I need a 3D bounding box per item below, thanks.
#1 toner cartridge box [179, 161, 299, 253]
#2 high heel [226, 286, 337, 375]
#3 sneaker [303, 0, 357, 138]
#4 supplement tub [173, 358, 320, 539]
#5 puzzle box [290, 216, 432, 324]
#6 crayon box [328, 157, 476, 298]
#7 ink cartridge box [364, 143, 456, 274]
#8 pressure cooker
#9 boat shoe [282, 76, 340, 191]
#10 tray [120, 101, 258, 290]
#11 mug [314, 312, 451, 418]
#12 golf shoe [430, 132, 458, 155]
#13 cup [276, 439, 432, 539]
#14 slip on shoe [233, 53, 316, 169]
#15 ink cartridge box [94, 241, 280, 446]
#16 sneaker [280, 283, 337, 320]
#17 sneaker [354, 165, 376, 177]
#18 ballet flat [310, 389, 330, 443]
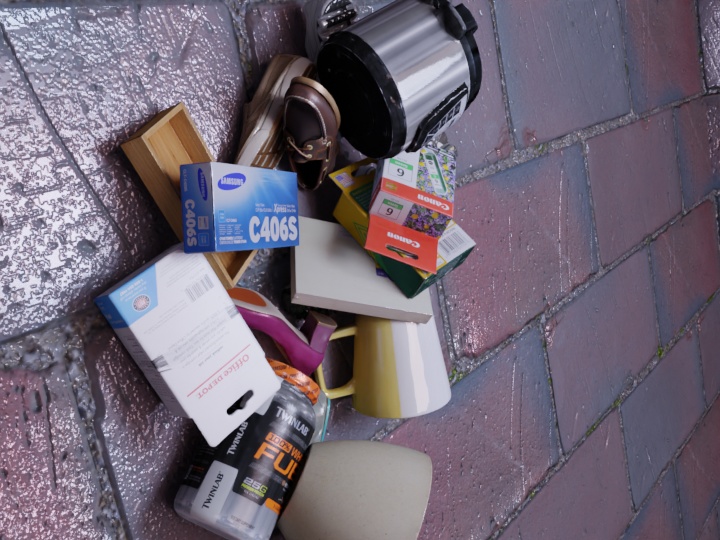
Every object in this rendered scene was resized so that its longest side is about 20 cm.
[{"bbox_3d":[-0.135,-0.072,0.830,0.199,0.042,0.097,-12,99,-68],"label":"toner cartridge box"},{"bbox_3d":[-0.126,0.087,0.917,0.198,0.067,0.097,21,105,-30],"label":"high heel"},{"bbox_3d":[-0.039,-0.290,1.005,0.074,0.081,0.203,-26,128,-30],"label":"sneaker"},{"bbox_3d":[-0.130,0.217,0.853,0.122,0.121,0.202,44,58,-37],"label":"supplement tub"},{"bbox_3d":[0.000,0.000,0.968,0.197,0.026,0.135,11,48,-19],"label":"puzzle box"},{"bbox_3d":[0.051,-0.070,0.998,0.125,0.052,0.200,-30,71,-40],"label":"crayon box"},{"bbox_3d":[0.071,-0.098,0.959,0.107,0.051,0.202,19,46,-10],"label":"ink cartridge box"},{"bbox_3d":[0.063,-0.264,0.928,0.199,0.175,0.181,-35,131,-22],"label":"pressure cooker"},{"bbox_3d":[-0.065,-0.168,0.914,0.200,0.069,0.071,76,38,-69],"label":"boat shoe"},{"bbox_3d":[-0.193,-0.084,0.834,0.202,0.036,0.099,64,27,-26],"label":"tray"},{"bbox_3d":[0.041,0.119,1.018,0.185,0.148,0.156,-16,105,-44],"label":"mug"},{"bbox_3d":[0.086,-0.190,1.139,0.096,0.077,0.200,62,32,-11],"label":"golf shoe"},{"bbox_3d":[-0.019,0.289,0.862,0.141,0.201,0.203,26,64,-3],"label":"cup"},{"bbox_3d":[-0.127,-0.193,0.918,0.203,0.060,0.076,-64,167,-6],"label":"slip on shoe"},{"bbox_3d":[-0.191,0.083,0.797,0.116,0.067,0.202,-38,106,-32],"label":"ink cartridge box"},{"bbox_3d":[-0.036,0.009,1.014,0.198,0.078,0.086,-21,69,-39],"label":"sneaker"},{"bbox_3d":[0.047,-0.066,1.092,0.073,0.070,0.203,-29,108,-44],"label":"sneaker"},{"bbox_3d":[-0.083,0.263,0.961,0.063,0.067,0.204,8,82,-19],"label":"ballet flat"}]
